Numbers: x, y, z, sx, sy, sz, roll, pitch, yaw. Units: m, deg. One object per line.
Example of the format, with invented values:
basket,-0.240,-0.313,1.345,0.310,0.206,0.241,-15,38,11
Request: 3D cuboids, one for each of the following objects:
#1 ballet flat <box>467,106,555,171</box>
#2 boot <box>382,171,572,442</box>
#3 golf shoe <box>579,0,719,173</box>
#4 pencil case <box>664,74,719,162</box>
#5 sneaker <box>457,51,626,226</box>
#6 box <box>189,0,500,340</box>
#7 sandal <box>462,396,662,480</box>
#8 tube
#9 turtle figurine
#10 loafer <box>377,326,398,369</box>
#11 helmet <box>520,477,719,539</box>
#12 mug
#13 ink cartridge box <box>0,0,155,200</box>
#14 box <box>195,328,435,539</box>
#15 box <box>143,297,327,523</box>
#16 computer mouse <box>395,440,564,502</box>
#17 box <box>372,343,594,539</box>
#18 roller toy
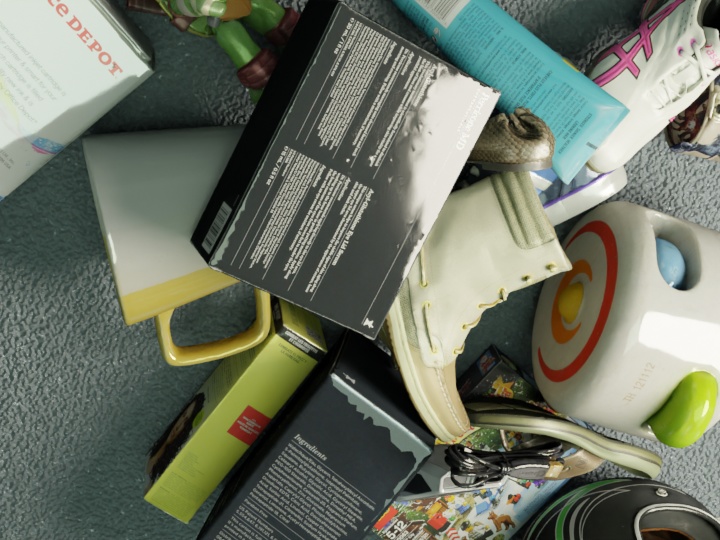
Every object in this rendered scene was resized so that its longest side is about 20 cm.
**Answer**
ballet flat,0.063,-0.107,1.030,0.067,0.199,0.047,-19,111,-46
boot,0.095,0.026,1.045,0.154,0.072,0.201,-18,101,6
golf shoe,0.236,-0.161,1.028,0.073,0.092,0.200,42,74,-23
pencil case,0.352,-0.113,1.104,0.199,0.090,0.078,14,109,-14
sneaker,0.106,-0.096,1.091,0.199,0.081,0.147,-25,99,12
box,-0.012,-0.073,0.947,0.141,0.079,0.201,25,96,-22
sandal,0.173,0.156,1.141,0.200,0.080,0.058,21,89,-20
tube,0.110,-0.161,1.017,0.200,0.050,0.078,46,128,12
turtle figurine,-0.071,-0.210,0.976,0.200,0.144,0.194,-36,116,11
loafer,0.000,0.000,1.110,0.067,0.076,0.201,-22,105,4
helmet,0.233,0.283,1.191,0.199,0.191,0.201,12,134,13
mug,-0.129,-0.037,1.053,0.152,0.150,0.187,-14,146,-12
ink cartridge box,-0.273,-0.153,1.000,0.200,0.085,0.145,-37,112,9
box,-0.034,0.170,1.117,0.107,0.148,0.200,37,104,-2
box,-0.110,0.118,1.138,0.050,0.075,0.200,35,102,-19
computer mouse,0.081,0.163,1.100,0.109,0.200,0.044,-3,78,-25
box,0.104,0.184,1.213,0.136,0.038,0.200,39,102,-20
roller toy,0.226,0.042,1.098,0.139,0.200,0.184,16,87,-14
